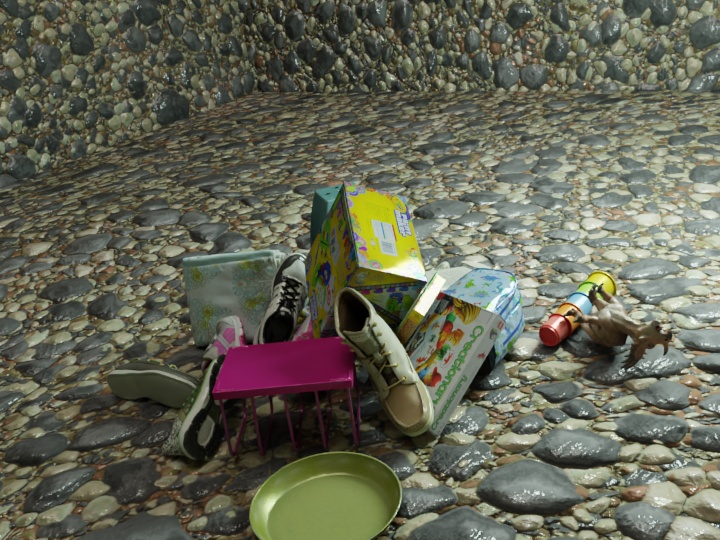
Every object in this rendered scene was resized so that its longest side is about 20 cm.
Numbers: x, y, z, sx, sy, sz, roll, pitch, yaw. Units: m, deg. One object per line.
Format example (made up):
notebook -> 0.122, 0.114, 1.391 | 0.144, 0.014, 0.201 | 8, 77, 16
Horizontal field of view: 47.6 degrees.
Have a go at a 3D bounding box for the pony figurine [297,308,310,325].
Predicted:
pony figurine -> -0.035, 0.036, 1.562 | 0.198, 0.167, 0.195 | 3, 57, 17

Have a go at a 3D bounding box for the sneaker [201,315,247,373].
sneaker -> -0.238, 0.146, 1.422 | 0.087, 0.082, 0.200 | -14, 26, -11

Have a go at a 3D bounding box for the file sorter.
file sorter -> -0.101, 0.191, 1.218 | 0.198, 0.127, 0.139 | -6, 22, 4

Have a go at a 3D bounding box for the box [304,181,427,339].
box -> 0.000, 0.000, 1.346 | 0.121, 0.193, 0.201 | 12, 42, -22

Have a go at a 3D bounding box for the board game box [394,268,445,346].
board game box -> 0.079, 0.087, 1.318 | 0.030, 0.201, 0.096 | 31, 45, 6

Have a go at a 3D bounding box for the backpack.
backpack -> 0.197, 0.083, 1.374 | 0.162, 0.156, 0.199 | 4, 13, 42

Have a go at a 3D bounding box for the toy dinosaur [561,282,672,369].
toy dinosaur -> 0.406, 0.096, 1.311 | 0.086, 0.135, 0.200 | -47, -3, 0

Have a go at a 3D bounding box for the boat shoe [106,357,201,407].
boat shoe -> -0.342, 0.185, 1.386 | 0.200, 0.073, 0.060 | 1, 29, 30

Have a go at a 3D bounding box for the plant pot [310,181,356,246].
plant pot -> -0.029, -0.071, 1.706 | 0.140, 0.202, 0.141 | -15, 24, -15

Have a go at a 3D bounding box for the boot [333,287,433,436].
boot -> 0.030, 0.130, 1.172 | 0.072, 0.155, 0.201 | -29, 49, 6

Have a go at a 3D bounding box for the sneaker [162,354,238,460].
sneaker -> -0.254, 0.210, 1.273 | 0.088, 0.077, 0.201 | -15, 32, 28

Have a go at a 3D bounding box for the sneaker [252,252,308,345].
sneaker -> -0.129, 0.065, 1.448 | 0.075, 0.202, 0.088 | 18, -8, -13

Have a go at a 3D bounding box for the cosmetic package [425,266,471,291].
cosmetic package -> 0.136, 0.049, 1.483 | 0.198, 0.074, 0.103 | -8, 20, -29

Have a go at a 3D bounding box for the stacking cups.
stacking cups -> 0.378, 0.066, 1.423 | 0.060, 0.061, 0.199 | 12, 30, 39

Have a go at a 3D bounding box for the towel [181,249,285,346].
towel -> -0.229, 0.052, 1.525 | 0.198, 0.173, 0.048 | -5, 8, 9

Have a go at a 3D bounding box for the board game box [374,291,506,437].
board game box -> 0.120, 0.138, 1.240 | 0.126, 0.035, 0.201 | 21, 74, 49

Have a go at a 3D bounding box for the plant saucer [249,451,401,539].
plant saucer -> -0.043, 0.307, 1.052 | 0.198, 0.031, 0.200 | -7, 23, 3

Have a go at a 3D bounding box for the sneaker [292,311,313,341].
sneaker -> -0.080, 0.138, 1.385 | 0.081, 0.089, 0.201 | 29, 39, -2

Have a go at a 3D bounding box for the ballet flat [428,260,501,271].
ballet flat -> 0.190, 0.013, 1.609 | 0.198, 0.065, 0.076 | -2, 18, 17
